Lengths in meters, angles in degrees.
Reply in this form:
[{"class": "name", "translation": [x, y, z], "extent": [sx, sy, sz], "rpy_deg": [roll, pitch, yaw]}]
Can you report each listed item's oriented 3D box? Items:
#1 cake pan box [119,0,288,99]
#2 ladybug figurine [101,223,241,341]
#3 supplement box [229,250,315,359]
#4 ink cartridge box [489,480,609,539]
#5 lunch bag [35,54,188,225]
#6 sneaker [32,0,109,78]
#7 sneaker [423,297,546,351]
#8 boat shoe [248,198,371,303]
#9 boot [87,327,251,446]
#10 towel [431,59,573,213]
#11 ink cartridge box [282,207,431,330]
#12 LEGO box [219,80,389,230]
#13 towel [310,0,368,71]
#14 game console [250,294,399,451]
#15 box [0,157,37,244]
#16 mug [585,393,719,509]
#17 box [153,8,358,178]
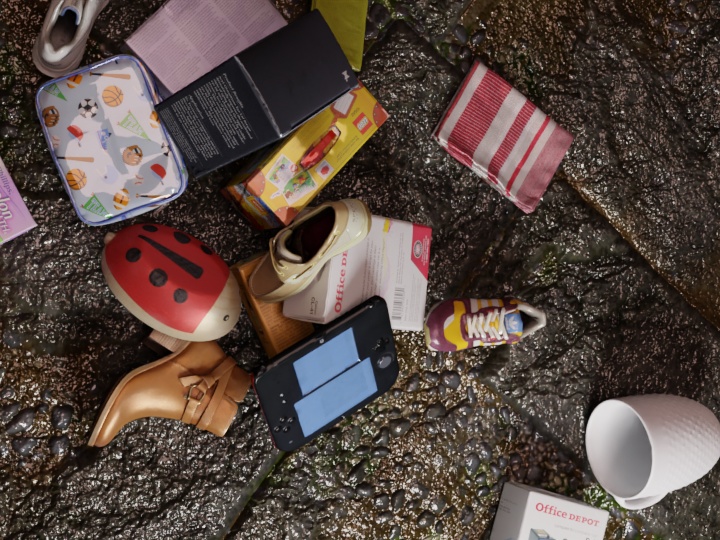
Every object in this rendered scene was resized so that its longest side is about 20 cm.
[{"class": "cake pan box", "translation": [-0.184, -0.291, 1.361], "extent": [0.184, 0.052, 0.200], "rpy_deg": [47, 74, -17]}, {"class": "ladybug figurine", "translation": [-0.235, 0.007, 1.308], "extent": [0.199, 0.072, 0.137], "rpy_deg": [30, 53, -13]}, {"class": "supplement box", "translation": [-0.104, 0.073, 1.383], "extent": [0.068, 0.066, 0.201], "rpy_deg": [-29, 101, -19]}, {"class": "ink cartridge box", "translation": [0.264, 0.427, 1.519], "extent": [0.144, 0.087, 0.202], "rpy_deg": [19, 81, -20]}, {"class": "lunch bag", "translation": [-0.301, -0.159, 1.285], "extent": [0.159, 0.076, 0.202], "rpy_deg": [-21, 99, -5]}, {"class": "sneaker", "translation": [-0.345, -0.337, 1.277], "extent": [0.074, 0.087, 0.202], "rpy_deg": [17, 82, -19]}, {"class": "sneaker", "translation": [0.176, 0.072, 1.453], "extent": [0.199, 0.090, 0.076], "rpy_deg": [-11, 97, -43]}, {"class": "boat shoe", "translation": [-0.077, -0.028, 1.266], "extent": [0.066, 0.200, 0.074], "rpy_deg": [8, 50, -51]}, {"class": "boot", "translation": [-0.240, 0.171, 1.320], "extent": [0.154, 0.074, 0.201], "rpy_deg": [38, 74, -13]}, {"class": "towel", "translation": [0.215, -0.198, 1.535], "extent": [0.199, 0.023, 0.145], "rpy_deg": [35, 77, -18]}, {"class": "ink cartridge box", "translation": [0.000, 0.000, 1.376], "extent": [0.199, 0.085, 0.149], "rpy_deg": [9, 87, -46]}, {"class": "LEGO box", "translation": [-0.077, -0.151, 1.350], "extent": [0.077, 0.149, 0.200], "rpy_deg": [46, 75, -15]}, {"class": "towel", "translation": [-0.024, -0.379, 1.418], "extent": [0.085, 0.018, 0.202], "rpy_deg": [13, 73, -27]}, {"class": "game console", "translation": [-0.040, 0.137, 1.329], "extent": [0.199, 0.031, 0.178], "rpy_deg": [-31, 143, -17]}, {"class": "box", "translation": [-0.511, -0.084, 1.205], "extent": [0.199, 0.097, 0.177], "rpy_deg": [-30, 100, -18]}, {"class": "mug", "translation": [0.450, 0.282, 1.576], "extent": [0.174, 0.148, 0.202], "rpy_deg": [-3, 121, -29]}, {"class": "box", "translation": [-0.125, -0.207, 1.231], "extent": [0.148, 0.199, 0.105], "rpy_deg": [-40, 105, -38]}]
